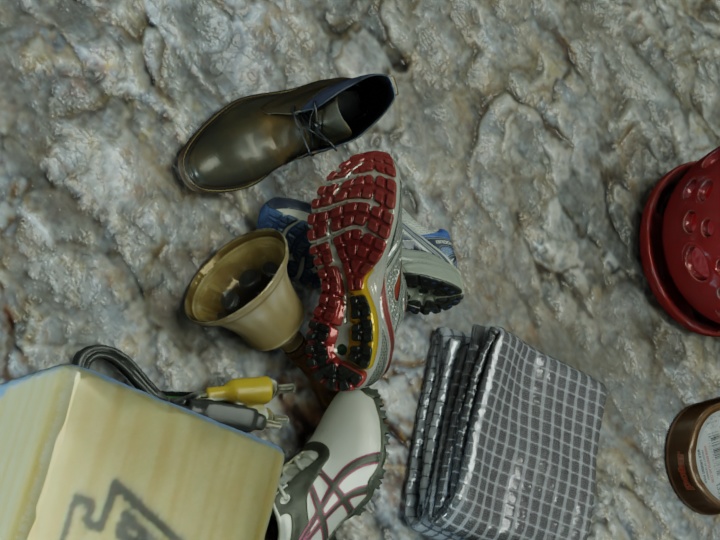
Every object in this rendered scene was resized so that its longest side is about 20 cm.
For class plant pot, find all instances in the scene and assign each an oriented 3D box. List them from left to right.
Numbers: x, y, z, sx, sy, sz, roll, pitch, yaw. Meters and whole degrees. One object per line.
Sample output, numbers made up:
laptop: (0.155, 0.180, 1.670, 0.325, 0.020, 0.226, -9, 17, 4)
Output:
plant pot: (0.381, -0.033, 1.970, 0.200, 0.182, 0.202, 7, 77, -34)

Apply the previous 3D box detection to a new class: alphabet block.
alphabet block: (-0.199, 0.203, 1.509, 0.196, 0.195, 0.201, 23, 70, -24)

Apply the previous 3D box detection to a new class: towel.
towel: (0.136, 0.159, 1.822, 0.165, 0.085, 0.201, 24, 68, -30)

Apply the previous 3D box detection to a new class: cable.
cable: (-0.149, 0.120, 1.665, 0.199, 0.050, 0.098, 15, 89, -20)

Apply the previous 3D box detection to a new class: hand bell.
hand bell: (-0.050, 0.069, 1.725, 0.200, 0.104, 0.104, 50, 57, -31)

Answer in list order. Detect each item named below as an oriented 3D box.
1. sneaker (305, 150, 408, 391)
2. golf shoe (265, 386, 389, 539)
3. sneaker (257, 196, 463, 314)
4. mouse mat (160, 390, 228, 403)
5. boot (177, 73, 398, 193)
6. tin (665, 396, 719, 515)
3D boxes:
sneaker: (0.000, 0.000, 1.693, 0.082, 0.077, 0.201, 9, 89, -65)
golf shoe: (-0.040, 0.181, 1.680, 0.088, 0.077, 0.201, 29, 75, -36)
sneaker: (-0.001, -0.028, 1.779, 0.199, 0.077, 0.086, 21, 50, -25)
mouse mat: (-0.158, 0.198, 1.657, 0.160, 0.008, 0.201, 5, 79, -35)
boot: (-0.060, -0.126, 1.733, 0.200, 0.097, 0.075, -29, 98, -35)
tin: (0.388, 0.178, 2.025, 0.199, 0.042, 0.113, -12, 92, -36)
